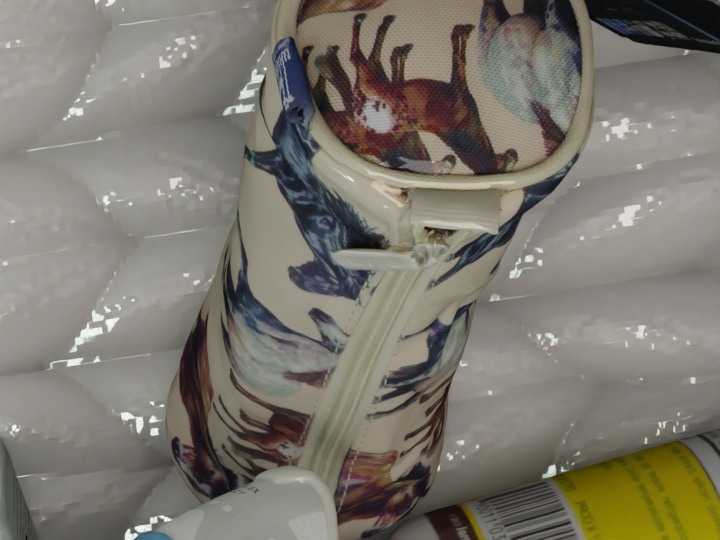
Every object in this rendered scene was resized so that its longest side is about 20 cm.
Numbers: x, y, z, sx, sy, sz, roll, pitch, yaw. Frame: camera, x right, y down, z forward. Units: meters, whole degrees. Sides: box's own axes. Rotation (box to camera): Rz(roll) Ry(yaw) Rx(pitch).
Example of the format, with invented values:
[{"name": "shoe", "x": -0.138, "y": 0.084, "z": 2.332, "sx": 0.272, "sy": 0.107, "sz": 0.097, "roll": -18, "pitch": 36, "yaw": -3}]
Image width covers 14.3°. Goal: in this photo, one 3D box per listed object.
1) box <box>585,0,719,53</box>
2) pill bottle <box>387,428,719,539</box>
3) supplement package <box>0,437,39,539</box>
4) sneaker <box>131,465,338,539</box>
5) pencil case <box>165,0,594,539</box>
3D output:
[{"name": "box", "x": 0.033, "y": -0.110, "z": 0.713, "sx": 0.160, "sy": 0.200, "sz": 0.044, "roll": 28, "pitch": 92, "yaw": -10}, {"name": "pill bottle", "x": 0.113, "y": 0.096, "z": 0.794, "sx": 0.200, "sy": 0.109, "sz": 0.109, "roll": -15, "pitch": 98, "yaw": -5}, {"name": "supplement package", "x": -0.151, "y": 0.176, "z": 0.751, "sx": 0.191, "sy": 0.147, "sz": 0.200, "roll": -19, "pitch": 98, "yaw": -5}, {"name": "sneaker", "x": 0.010, "y": 0.137, "z": 0.705, "sx": 0.087, "sy": 0.075, "sz": 0.200, "roll": -34, "pitch": 102, "yaw": -33}, {"name": "pencil case", "x": 0.000, "y": 0.000, "z": 0.728, "sx": 0.078, "sy": 0.200, "sz": 0.090, "roll": 16, "pitch": 56, "yaw": -2}]
